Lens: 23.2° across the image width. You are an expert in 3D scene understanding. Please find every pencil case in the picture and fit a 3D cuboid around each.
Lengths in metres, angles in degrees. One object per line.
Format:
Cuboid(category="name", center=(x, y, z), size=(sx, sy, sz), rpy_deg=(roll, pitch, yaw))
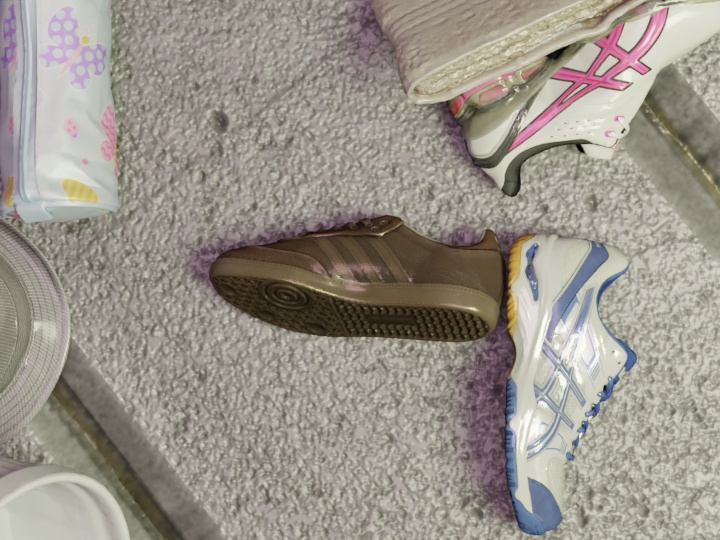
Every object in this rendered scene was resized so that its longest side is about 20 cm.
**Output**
Cuboid(category="pencil case", center=(-0.207, -0.131, 1.190), size=(0.083, 0.091, 0.200), rpy_deg=(-3, 88, 4))

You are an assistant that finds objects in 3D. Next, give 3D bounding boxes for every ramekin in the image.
Cuboid(category="ramekin", center=(-0.250, 0.210, 1.126), size=(0.105, 0.200, 0.201), rpy_deg=(17, 88, 31))

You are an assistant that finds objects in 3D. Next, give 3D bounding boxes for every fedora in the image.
Cuboid(category="fedora", center=(-0.304, 0.033, 1.188), size=(0.200, 0.090, 0.177), rpy_deg=(34, 90, 5))

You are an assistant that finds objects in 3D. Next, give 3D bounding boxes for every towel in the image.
Cuboid(category="towel", center=(0.107, -0.191, 1.161), size=(0.200, 0.035, 0.133), rpy_deg=(-24, 41, 5))

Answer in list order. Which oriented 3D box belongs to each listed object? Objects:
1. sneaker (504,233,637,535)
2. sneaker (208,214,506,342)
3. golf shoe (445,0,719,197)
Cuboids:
Cuboid(category="sneaker", center=(0.139, 0.076, 1.159), size=(0.088, 0.075, 0.200), rpy_deg=(2, 88, 4))
Cuboid(category="sneaker", center=(0.000, 0.000, 1.188), size=(0.200, 0.070, 0.076), rpy_deg=(8, 59, 11))
Cuboid(category="golf shoe", center=(0.162, -0.123, 1.172), size=(0.200, 0.073, 0.092), rpy_deg=(-26, 90, 12))
